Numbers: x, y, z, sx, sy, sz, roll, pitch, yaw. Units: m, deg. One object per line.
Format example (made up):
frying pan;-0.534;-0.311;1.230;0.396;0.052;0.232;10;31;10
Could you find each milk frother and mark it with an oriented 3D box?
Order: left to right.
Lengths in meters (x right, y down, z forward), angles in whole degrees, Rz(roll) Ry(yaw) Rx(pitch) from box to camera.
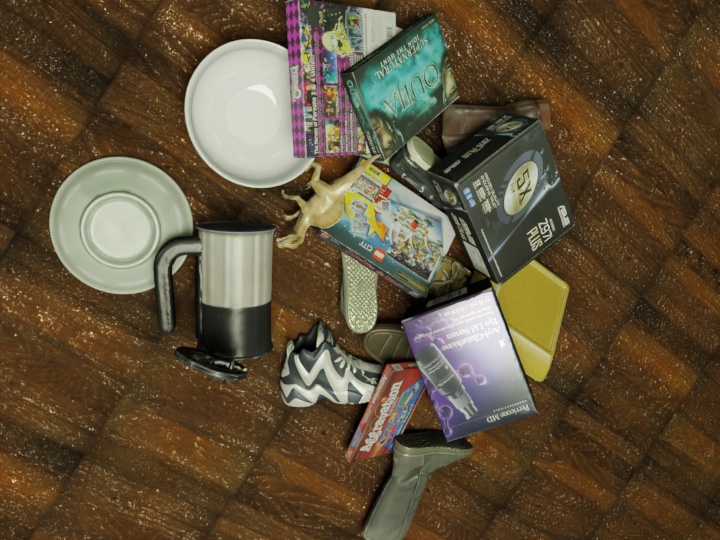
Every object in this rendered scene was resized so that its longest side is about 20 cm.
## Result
milk frother;-0.186;0.038;0.833;0.179;0.199;0.191;-6;105;-35

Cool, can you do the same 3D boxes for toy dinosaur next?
toy dinosaur;-0.054;-0.114;0.893;0.200;0.101;0.058;-44;151;7

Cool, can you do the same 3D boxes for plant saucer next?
plant saucer;-0.342;-0.060;0.854;0.197;0.050;0.203;-4;103;-17
plant saucer;0.278;0.055;1.016;0.199;0.048;0.202;32;63;-18

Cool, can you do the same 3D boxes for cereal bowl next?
cereal bowl;-0.152;-0.223;0.857;0.197;0.083;0.203;-4;103;-16

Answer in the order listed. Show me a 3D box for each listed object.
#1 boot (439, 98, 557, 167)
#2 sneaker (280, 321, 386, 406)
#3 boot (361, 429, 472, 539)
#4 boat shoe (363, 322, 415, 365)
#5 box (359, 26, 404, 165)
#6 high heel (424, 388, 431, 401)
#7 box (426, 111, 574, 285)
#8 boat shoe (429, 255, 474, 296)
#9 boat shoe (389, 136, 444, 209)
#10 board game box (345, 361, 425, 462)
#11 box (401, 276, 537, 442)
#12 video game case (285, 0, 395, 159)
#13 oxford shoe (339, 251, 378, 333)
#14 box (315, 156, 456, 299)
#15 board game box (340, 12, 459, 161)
boot;0.223;-0.188;0.989;0.197;0.064;0.189;-10;96;-16
sneaker;-0.035;0.143;0.974;0.196;0.080;0.131;-2;111;-6
boot;0.104;0.394;1.077;0.179;0.072;0.203;7;101;-24
boat shoe;0.089;0.124;1.016;0.198;0.068;0.073;16;116;-22
box;0.013;-0.279;0.920;0.142;0.036;0.203;12;99;-19
high heel;0.199;0.228;1.054;0.197;0.096;0.068;13;98;-19
box;0.221;-0.109;0.919;0.163;0.086;0.201;-36;121;-9
boat shoe;0.180;0.034;1.024;0.199;0.063;0.074;30;93;-21
boat shoe;0.119;-0.136;0.965;0.066;0.075;0.198;-29;141;29
board game box;0.050;0.237;1.002;0.102;0.019;0.202;1;122;-38
box;0.166;0.133;0.910;0.146;0.104;0.202;-22;94;12
video game case;-0.020;-0.265;0.839;0.180;0.036;0.203;-14;108;-41
oxford shoe;0.000;0.000;0.970;0.074;0.058;0.203;4;86;-12
box;0.046;-0.065;0.942;0.199;0.038;0.138;32;75;-12
board game box;0.066;-0.271;0.875;0.200;0.028;0.136;-44;126;-29
